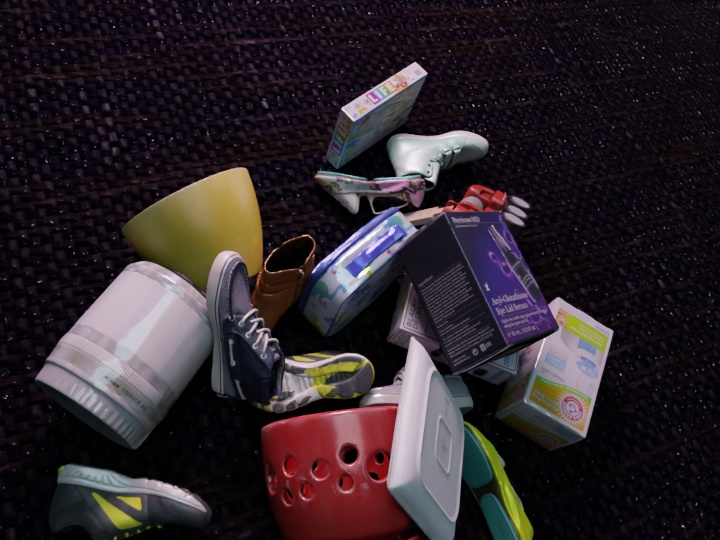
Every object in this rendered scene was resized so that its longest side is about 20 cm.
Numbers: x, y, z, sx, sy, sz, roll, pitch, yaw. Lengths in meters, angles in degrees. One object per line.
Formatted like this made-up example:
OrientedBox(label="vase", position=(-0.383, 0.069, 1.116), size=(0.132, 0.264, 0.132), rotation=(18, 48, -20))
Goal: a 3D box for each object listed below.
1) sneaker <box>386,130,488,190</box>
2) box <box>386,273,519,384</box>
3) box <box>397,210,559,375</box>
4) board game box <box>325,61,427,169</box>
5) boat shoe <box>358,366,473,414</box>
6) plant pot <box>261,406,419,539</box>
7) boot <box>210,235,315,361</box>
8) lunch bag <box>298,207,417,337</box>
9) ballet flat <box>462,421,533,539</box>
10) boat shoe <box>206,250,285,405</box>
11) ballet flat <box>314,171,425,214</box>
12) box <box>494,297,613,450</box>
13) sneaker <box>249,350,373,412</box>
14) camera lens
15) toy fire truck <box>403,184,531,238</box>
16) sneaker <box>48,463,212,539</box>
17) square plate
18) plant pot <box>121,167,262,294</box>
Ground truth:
OrientedBox(label="sneaker", position=(0.152, -0.195, 1.081), size=(0.197, 0.074, 0.120), rotation=(-3, 58, -7))
OrientedBox(label="box", position=(0.151, 0.086, 0.904), size=(0.197, 0.060, 0.118), rotation=(23, 61, -7))
OrientedBox(label="box", position=(0.166, 0.025, 0.819), size=(0.147, 0.104, 0.203), rotation=(-8, 68, -45))
OrientedBox(label="board game box", position=(0.029, -0.283, 1.056), size=(0.034, 0.135, 0.199), rotation=(44, 60, 10))
OrientedBox(label="boat shoe", position=(0.080, 0.184, 0.867), size=(0.198, 0.070, 0.072), rotation=(7, 52, -30))
OrientedBox(label="plant pot", position=(-0.019, 0.276, 0.721), size=(0.197, 0.201, 0.186), rotation=(-3, 69, -18))
OrientedBox(label="boot", position=(-0.136, 0.045, 0.827), size=(0.077, 0.156, 0.200), rotation=(44, 60, 9))
OrientedBox(label="lunch bag", position=(0.000, 0.000, 0.888), size=(0.082, 0.161, 0.200), rotation=(44, 61, 9))
OrientedBox(label="ballet flat", position=(0.196, 0.315, 0.851), size=(0.066, 0.067, 0.202), rotation=(-8, 67, -43))
OrientedBox(label="boat shoe", position=(-0.141, 0.078, 0.746), size=(0.091, 0.204, 0.075), rotation=(10, 21, 22))
OrientedBox(label="ballet flat", position=(0.016, -0.135, 1.013), size=(0.196, 0.069, 0.073), rotation=(2, 95, 0))
OrientedBox(label="box", position=(0.313, 0.168, 0.930), size=(0.111, 0.102, 0.201), rotation=(31, 59, 1))
OrientedBox(label="sneaker", position=(-0.076, 0.157, 0.833), size=(0.196, 0.085, 0.076), rotation=(-3, 89, 5))
OrientedBox(label="camera lens", position=(-0.290, 0.103, 0.749), size=(0.159, 0.160, 0.201), rotation=(32, 59, 2))
OrientedBox(label="toy fire truck", position=(0.177, -0.091, 1.013), size=(0.198, 0.130, 0.176), rotation=(31, 28, 8))
OrientedBox(label="sneaker", position=(-0.283, 0.299, 0.710), size=(0.196, 0.075, 0.086), rotation=(13, 66, 0))
OrientedBox(label="square plate", position=(0.094, 0.221, 0.730), size=(0.028, 0.201, 0.200), rotation=(-8, 45, 25))
OrientedBox(label="plant pot", position=(-0.222, -0.038, 0.842), size=(0.198, 0.199, 0.144), rotation=(-30, 96, -27))
